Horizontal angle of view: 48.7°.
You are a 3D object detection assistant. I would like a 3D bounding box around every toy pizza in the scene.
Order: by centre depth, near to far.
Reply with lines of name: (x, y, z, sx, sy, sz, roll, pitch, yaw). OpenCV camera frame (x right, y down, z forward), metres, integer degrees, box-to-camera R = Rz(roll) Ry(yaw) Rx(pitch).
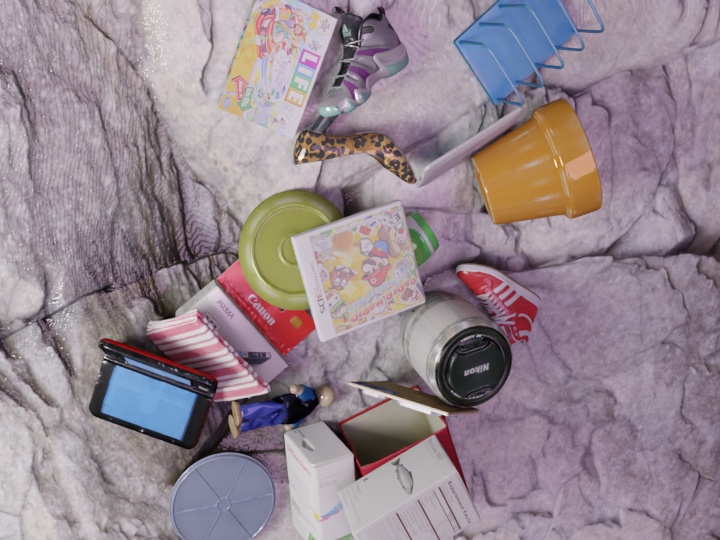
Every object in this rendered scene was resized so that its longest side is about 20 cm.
toy pizza: (-0.255, 0.425, 1.471, 0.196, 0.032, 0.205, -5, 107, -17)

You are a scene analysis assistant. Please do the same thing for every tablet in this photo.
tablet: (0.186, -0.209, 1.366, 0.198, 0.130, 0.014, -32, 85, -5)

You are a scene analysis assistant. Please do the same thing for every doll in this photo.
doll: (-0.133, 0.245, 1.427, 0.196, 0.049, 0.138, -9, 140, -26)

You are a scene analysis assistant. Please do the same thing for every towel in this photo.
towel: (-0.254, 0.146, 1.334, 0.201, 0.145, 0.030, 51, 46, -27)

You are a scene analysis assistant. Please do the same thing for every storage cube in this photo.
storage cube: (0.083, 0.358, 1.481, 0.197, 0.171, 0.183, -23, 113, -9)

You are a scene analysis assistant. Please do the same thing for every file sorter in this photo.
file sorter: (0.288, -0.393, 1.339, 0.200, 0.123, 0.139, -42, 115, -2)

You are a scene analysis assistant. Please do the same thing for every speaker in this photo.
speaker: (0.040, -0.013, 1.399, 0.199, 0.088, 0.089, -36, 114, -4)

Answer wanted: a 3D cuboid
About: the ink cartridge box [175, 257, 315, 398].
ink cartridge box: (-0.191, 0.093, 1.381, 0.176, 0.045, 0.201, -40, 114, -1)

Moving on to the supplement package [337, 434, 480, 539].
supplement package: (0.080, 0.395, 1.335, 0.198, 0.117, 0.119, -30, 114, -4)

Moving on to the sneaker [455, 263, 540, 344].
sneaker: (0.250, 0.069, 1.480, 0.198, 0.071, 0.114, 26, 71, -25)

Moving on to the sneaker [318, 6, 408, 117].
sneaker: (-0.018, -0.345, 1.259, 0.200, 0.077, 0.141, -46, 122, -30)

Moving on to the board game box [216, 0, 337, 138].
board game box: (-0.134, -0.332, 1.271, 0.132, 0.034, 0.203, 18, 100, -22)

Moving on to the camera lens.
camera lens: (0.168, 0.138, 1.423, 0.157, 0.200, 0.163, -5, 108, -16)

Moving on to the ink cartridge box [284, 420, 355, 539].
ink cartridge box: (-0.070, 0.403, 1.456, 0.086, 0.145, 0.204, -14, 110, -24)

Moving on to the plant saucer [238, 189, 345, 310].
plant saucer: (-0.108, -0.034, 1.335, 0.195, 0.031, 0.205, 0, 91, -2)

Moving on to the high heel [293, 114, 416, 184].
high heel: (-0.011, -0.179, 1.333, 0.200, 0.071, 0.143, 43, 85, -8)

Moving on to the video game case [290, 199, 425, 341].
video game case: (0.000, 0.000, 1.326, 0.197, 0.023, 0.185, -20, 106, -16)

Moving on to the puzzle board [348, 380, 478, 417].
puzzle board: (0.094, 0.228, 1.404, 0.150, 0.197, 0.018, 13, 89, -60)

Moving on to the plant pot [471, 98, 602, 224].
plant pot: (0.297, -0.170, 1.386, 0.180, 0.201, 0.203, -20, 113, 6)

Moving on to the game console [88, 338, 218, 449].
game console: (-0.345, 0.207, 1.307, 0.197, 0.172, 0.121, 20, 74, -6)
